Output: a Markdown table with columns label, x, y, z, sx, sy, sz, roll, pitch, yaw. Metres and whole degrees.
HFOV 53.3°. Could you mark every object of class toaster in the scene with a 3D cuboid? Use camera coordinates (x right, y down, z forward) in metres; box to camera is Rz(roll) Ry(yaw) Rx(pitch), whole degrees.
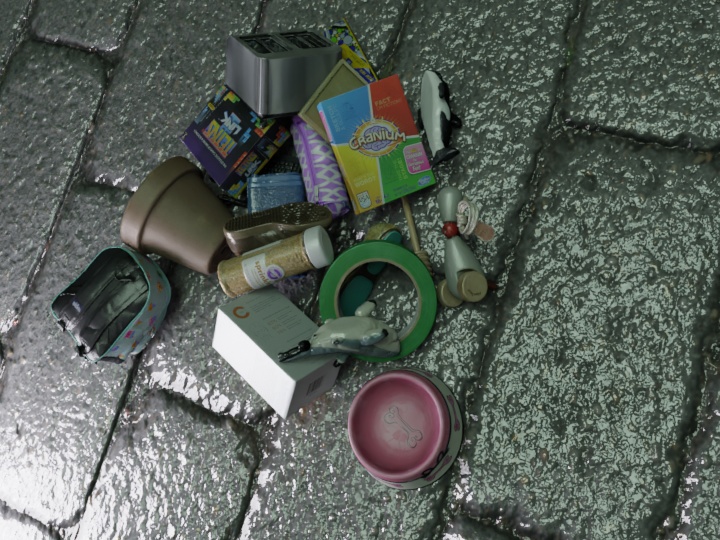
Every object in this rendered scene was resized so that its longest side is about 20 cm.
| label | x | y | z | sx | sy | sz | roll | pitch | yaw |
| --- | --- | --- | --- | --- | --- | --- | --- | --- | --- |
| toaster | -0.139 | -0.363 | 1.322 | 0.178 | 0.120 | 0.200 | -15 | 39 | -26 |

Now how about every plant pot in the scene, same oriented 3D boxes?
| label | x | y | z | sx | sy | sz | roll | pitch | yaw |
| --- | --- | --- | --- | --- | --- | --- | --- | --- | --- |
| plant pot | -0.325 | -0.086 | 1.359 | 0.173 | 0.200 | 0.202 | 35 | 89 | 7 |

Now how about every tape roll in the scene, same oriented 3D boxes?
| label | x | y | z | sx | sy | sz | roll | pitch | yaw |
| --- | --- | --- | --- | --- | --- | --- | --- | --- | --- |
| tape roll | 0.030 | 0.051 | 1.212 | 0.196 | 0.048 | 0.205 | 0 | 98 | 3 |

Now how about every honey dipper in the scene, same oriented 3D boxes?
| label | x | y | z | sx | sy | sz | roll | pitch | yaw |
| --- | --- | --- | --- | --- | --- | --- | --- | --- | --- |
| honey dipper | 0.090 | -0.079 | 1.277 | 0.037 | 0.038 | 0.203 | -17 | 70 | 14 |

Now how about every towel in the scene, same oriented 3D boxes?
| label | x | y | z | sx | sy | sz | roll | pitch | yaw |
| --- | --- | --- | --- | --- | --- | --- | --- | --- | --- |
| towel | -0.155 | -0.082 | 1.344 | 0.109 | 0.049 | 0.204 | -3 | 79 | -6 |

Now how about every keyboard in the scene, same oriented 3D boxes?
| label | x | y | z | sx | sy | sz | roll | pitch | yaw |
| --- | --- | --- | --- | --- | --- | --- | --- | --- | --- |
| keyboard | -0.216 | -0.178 | 1.422 | 0.197 | 0.021 | 0.129 | 11 | 80 | 23 |

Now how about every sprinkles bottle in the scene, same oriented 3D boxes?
| label | x | y | z | sx | sy | sz | roll | pitch | yaw |
| --- | --- | --- | --- | --- | --- | --- | --- | --- | --- |
| sprinkles bottle | -0.146 | -0.014 | 1.232 | 0.197 | 0.068 | 0.069 | -19 | 70 | 16 |

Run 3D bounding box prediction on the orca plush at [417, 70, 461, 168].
| label | x | y | z | sx | sy | sz | roll | pitch | yaw |
| --- | --- | --- | --- | --- | --- | --- | --- | --- | --- |
| orca plush | 0.157 | -0.273 | 1.284 | 0.070 | 0.106 | 0.202 | 5 | 46 | -17 |

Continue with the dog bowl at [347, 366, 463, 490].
| label | x | y | z | sx | sy | sz | roll | pitch | yaw |
| --- | --- | --- | --- | --- | --- | --- | --- | --- | --- |
| dog bowl | 0.066 | 0.256 | 1.178 | 0.196 | 0.074 | 0.204 | -5 | 74 | 18 |

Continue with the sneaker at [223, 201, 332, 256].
| label | x | y | z | sx | sy | sz | roll | pitch | yaw |
| --- | --- | --- | --- | --- | --- | --- | --- | --- | --- |
| sneaker | -0.141 | -0.068 | 1.276 | 0.196 | 0.076 | 0.071 | -6 | 41 | 8 |

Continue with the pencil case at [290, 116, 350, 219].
| label | x | y | z | sx | sy | sz | roll | pitch | yaw |
| --- | --- | --- | --- | --- | --- | --- | --- | --- | --- |
| pencil case | -0.079 | -0.189 | 1.339 | 0.083 | 0.085 | 0.203 | -29 | 65 | 32 |

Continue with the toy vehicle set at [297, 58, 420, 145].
| label | x | y | z | sx | sy | sz | roll | pitch | yaw |
| --- | --- | --- | --- | --- | --- | --- | --- | --- | --- |
| toy vehicle set | 0.000 | -0.262 | 1.293 | 0.199 | 0.026 | 0.125 | 41 | 87 | -17 |

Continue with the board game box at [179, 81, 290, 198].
| label | x | y | z | sx | sy | sz | roll | pitch | yaw |
| --- | --- | --- | --- | --- | --- | --- | --- | --- | --- |
| board game box | -0.251 | -0.265 | 1.410 | 0.166 | 0.057 | 0.200 | -48 | 52 | 4 |

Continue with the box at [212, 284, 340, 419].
| label | x | y | z | sx | sy | sz | roll | pitch | yaw |
| --- | --- | --- | --- | --- | --- | --- | --- | --- | --- |
| box | -0.144 | 0.135 | 1.241 | 0.199 | 0.124 | 0.099 | 40 | 132 | 24 |

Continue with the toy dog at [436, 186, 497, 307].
| label | x | y | z | sx | sy | sz | roll | pitch | yaw |
| --- | --- | --- | --- | --- | --- | --- | --- | --- | --- |
| toy dog | 0.184 | -0.033 | 1.196 | 0.132 | 0.095 | 0.204 | -147 | 57 | -60 |

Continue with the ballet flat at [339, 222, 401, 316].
| label | x | y | z | sx | sy | sz | roll | pitch | yaw |
| --- | --- | --- | --- | --- | --- | --- | --- | --- | --- |
| ballet flat | 0.000 | 0.000 | 1.279 | 0.070 | 0.071 | 0.202 | 35 | 92 | 24 |

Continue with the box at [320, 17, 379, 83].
| label | x | y | z | sx | sy | sz | roll | pitch | yaw |
| --- | --- | --- | --- | --- | --- | --- | --- | --- | --- |
| box | -0.011 | -0.379 | 1.376 | 0.069 | 0.064 | 0.202 | -29 | 68 | 10 |

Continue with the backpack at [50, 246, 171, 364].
| label | x | y | z | sx | sy | sz | roll | pitch | yaw |
| --- | --- | --- | --- | --- | --- | --- | --- | --- | --- |
| backpack | -0.460 | 0.059 | 1.374 | 0.176 | 0.153 | 0.201 | 45 | 103 | 21 |

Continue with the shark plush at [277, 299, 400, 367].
| label | x | y | z | sx | sy | sz | roll | pitch | yaw |
| --- | --- | --- | --- | --- | --- | --- | --- | --- | --- |
| shark plush | -0.030 | 0.127 | 1.151 | 0.197 | 0.084 | 0.091 | -19 | 38 | -18 |

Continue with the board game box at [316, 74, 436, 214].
| label | x | y | z | sx | sy | sz | roll | pitch | yaw |
| --- | --- | --- | --- | --- | --- | --- | --- | --- | --- |
| board game box | 0.028 | -0.220 | 1.256 | 0.151 | 0.040 | 0.203 | -22 | 95 | -10 |
